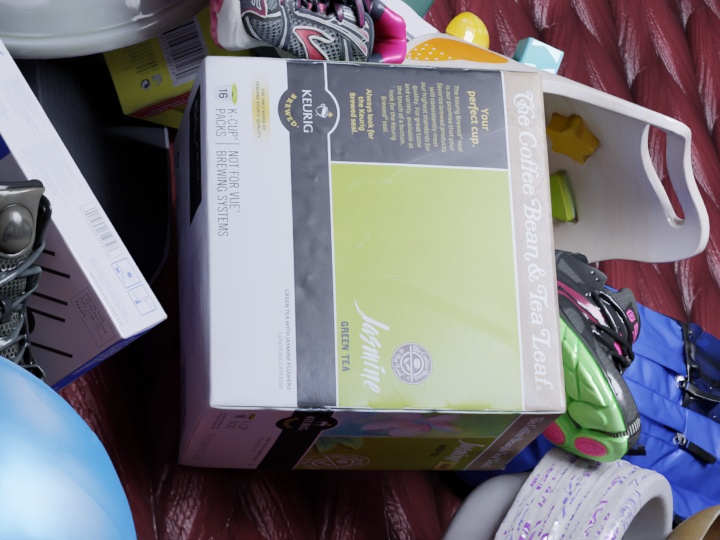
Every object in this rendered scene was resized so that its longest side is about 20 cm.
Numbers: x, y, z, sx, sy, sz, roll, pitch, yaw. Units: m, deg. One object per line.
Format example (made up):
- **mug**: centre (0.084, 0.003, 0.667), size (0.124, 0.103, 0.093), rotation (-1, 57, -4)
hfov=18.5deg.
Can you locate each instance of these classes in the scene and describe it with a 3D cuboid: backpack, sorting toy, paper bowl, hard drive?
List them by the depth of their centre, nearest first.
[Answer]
- **paper bowl**: centre (0.100, 0.198, 1.277), size (0.201, 0.104, 0.201), rotation (-49, 148, -46)
- **hard drive**: centre (-0.164, -0.095, 1.278), size (0.135, 0.042, 0.201), rotation (32, 39, -46)
- **sorting toy**: centre (0.131, -0.071, 1.402), size (0.107, 0.180, 0.200), rotation (-55, 146, -30)
- **backpack**: centre (0.153, 0.102, 1.434), size (0.200, 0.162, 0.168), rotation (32, 42, -36)

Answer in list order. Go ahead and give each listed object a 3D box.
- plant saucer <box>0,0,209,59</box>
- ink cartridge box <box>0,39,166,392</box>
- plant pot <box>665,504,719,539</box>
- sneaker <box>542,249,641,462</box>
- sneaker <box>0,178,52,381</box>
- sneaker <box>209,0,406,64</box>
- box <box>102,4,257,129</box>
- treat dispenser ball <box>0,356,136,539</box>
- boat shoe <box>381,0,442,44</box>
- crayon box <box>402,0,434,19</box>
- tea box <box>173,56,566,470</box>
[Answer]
- **plant saucer**: centre (-0.168, -0.192, 1.239), size (0.200, 0.199, 0.050), rotation (-75, 165, -50)
- **ink cartridge box**: centre (-0.192, -0.035, 1.148), size (0.200, 0.094, 0.044), rotation (59, 32, 2)
- **plant pot**: centre (0.182, 0.232, 1.333), size (0.027, 0.201, 0.200), rotation (19, 24, 21)
- **sneaker**: centre (0.130, 0.037, 1.292), size (0.083, 0.077, 0.200), rotation (-5, 33, -10)
- **sneaker**: centre (-0.186, 0.029, 1.086), size (0.076, 0.114, 0.200), rotation (-24, 84, -56)
- **sneaker**: centre (-0.032, -0.155, 1.225), size (0.200, 0.074, 0.081), rotation (22, 68, -71)
- **box**: centre (-0.084, -0.118, 1.324), size (0.200, 0.075, 0.050), rotation (10, 60, -76)
- **treat dispenser ball**: centre (-0.191, 0.126, 0.907), size (0.201, 0.201, 0.201), rotation (34, 39, -32)
- **boat shoe**: centre (0.000, -0.136, 1.397), size (0.200, 0.070, 0.066), rotation (25, 79, -59)
- **crayon box**: centre (-0.056, -0.194, 1.456), size (0.200, 0.058, 0.119), rotation (38, 71, -28)
- **tea box**: centre (0.000, 0.000, 1.228), size (0.196, 0.134, 0.201), rotation (2, 71, -11)
